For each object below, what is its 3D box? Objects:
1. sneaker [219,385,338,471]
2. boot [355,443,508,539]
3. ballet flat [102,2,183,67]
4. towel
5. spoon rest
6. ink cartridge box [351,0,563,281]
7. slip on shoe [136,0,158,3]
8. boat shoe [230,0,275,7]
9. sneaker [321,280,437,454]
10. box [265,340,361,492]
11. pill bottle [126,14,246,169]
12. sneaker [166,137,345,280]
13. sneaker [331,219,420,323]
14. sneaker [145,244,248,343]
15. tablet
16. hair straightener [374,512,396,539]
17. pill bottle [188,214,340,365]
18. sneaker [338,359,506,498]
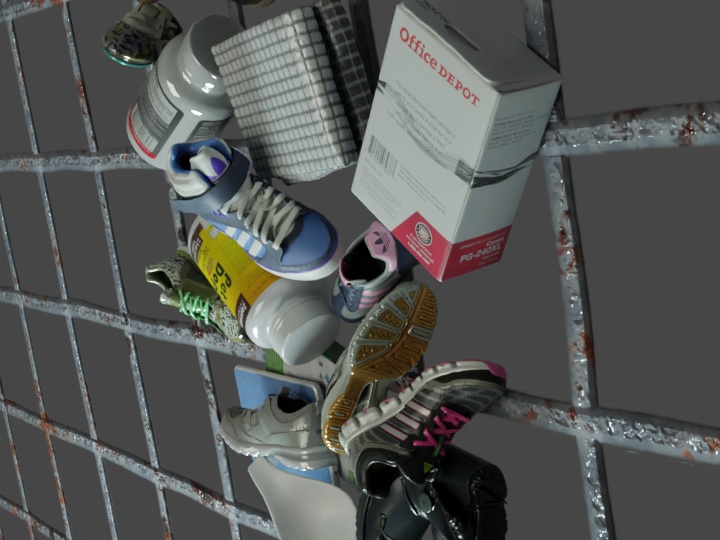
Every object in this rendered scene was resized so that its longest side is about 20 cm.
[{"bbox_3d":[-0.089,0.170,1.372,0.199,0.074,0.083,4,94,49],"label":"sneaker"},{"bbox_3d":[0.072,0.257,1.232,0.168,0.076,0.203,32,123,50],"label":"boot"},{"bbox_3d":[-0.255,-0.285,1.430,0.200,0.071,0.073,-69,-29,-77],"label":"ballet flat"},{"bbox_3d":[-0.059,-0.179,1.240,0.199,0.085,0.168,-4,108,61],"label":"towel"},{"bbox_3d":[-0.071,0.265,1.364,0.100,0.060,0.200,-54,44,1],"label":"spoon rest"},{"bbox_3d":[0.080,-0.118,1.059,0.145,0.083,0.202,48,138,34],"label":"ink cartridge box"},{"bbox_3d":[-0.251,-0.351,1.458,0.200,0.075,0.061,36,126,47],"label":"slip on shoe"},{"bbox_3d":[-0.098,-0.331,1.242,0.200,0.073,0.075,-42,69,54],"label":"boat shoe"},{"bbox_3d":[0.009,0.087,1.239,0.202,0.075,0.088,-60,18,18],"label":"sneaker"},{"bbox_3d":[-0.046,0.146,1.402,0.199,0.036,0.146,30,127,46],"label":"box"},{"bbox_3d":[-0.194,-0.207,1.403,0.200,0.110,0.112,-40,70,54],"label":"pill bottle"},{"bbox_3d":[-0.120,-0.071,1.256,0.199,0.081,0.147,28,168,32],"label":"sneaker"},{"bbox_3d":[0.000,0.000,1.228,0.071,0.081,0.200,61,145,17],"label":"sneaker"},{"bbox_3d":[-0.213,0.040,1.553,0.199,0.088,0.078,37,132,42],"label":"sneaker"},{"bbox_3d":[-0.090,0.185,1.439,0.199,0.014,0.132,5,108,56],"label":"tablet"},{"bbox_3d":[0.090,0.305,1.181,0.200,0.041,0.077,46,147,-13],"label":"hair straightener"},{"bbox_3d":[-0.106,0.010,1.365,0.200,0.108,0.110,50,140,32],"label":"pill bottle"},{"bbox_3d":[0.064,0.157,1.152,0.199,0.073,0.088,-33,49,28],"label":"sneaker"}]
